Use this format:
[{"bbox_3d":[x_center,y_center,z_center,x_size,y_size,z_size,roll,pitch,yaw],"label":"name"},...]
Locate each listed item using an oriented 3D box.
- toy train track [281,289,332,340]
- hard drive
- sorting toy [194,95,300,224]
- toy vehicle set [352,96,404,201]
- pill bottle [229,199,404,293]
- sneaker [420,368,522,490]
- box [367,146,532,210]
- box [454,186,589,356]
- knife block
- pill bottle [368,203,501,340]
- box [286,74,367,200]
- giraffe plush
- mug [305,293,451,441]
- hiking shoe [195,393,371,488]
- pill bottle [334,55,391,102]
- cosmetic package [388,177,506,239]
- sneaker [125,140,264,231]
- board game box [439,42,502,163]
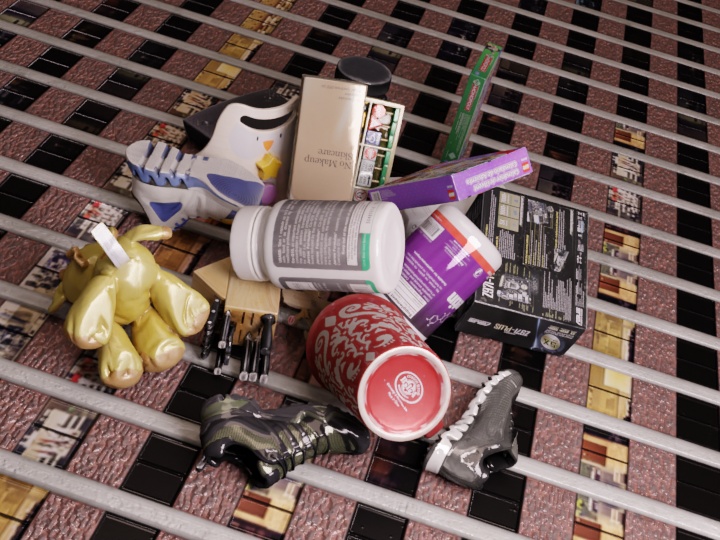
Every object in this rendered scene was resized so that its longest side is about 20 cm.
[{"bbox_3d":[-0.080,0.013,1.453,0.114,0.032,0.201,22,48,-45],"label":"toy train track"},{"bbox_3d":[-0.177,-0.230,1.757,0.135,0.042,0.200,35,41,24],"label":"hard drive"},{"bbox_3d":[-0.151,-0.172,1.578,0.199,0.181,0.107,-13,45,-31],"label":"sorting toy"},{"bbox_3d":[-0.016,-0.159,1.596,0.124,0.201,0.027,10,13,-9],"label":"toy vehicle set"},{"bbox_3d":[-0.054,-0.031,1.344,0.199,0.114,0.113,3,34,18],"label":"pill bottle"},{"bbox_3d":[0.159,0.198,1.313,0.090,0.067,0.200,32,44,17],"label":"sneaker"},{"bbox_3d":[0.121,-0.123,1.501,0.136,0.039,0.200,-23,10,-31],"label":"box"},{"bbox_3d":[0.227,-0.001,1.512,0.163,0.086,0.201,14,57,-9],"label":"box"},{"bbox_3d":[-0.130,0.057,1.390,0.175,0.064,0.200,39,43,27],"label":"knife block"},{"bbox_3d":[0.080,0.017,1.404,0.112,0.200,0.112,45,3,-3],"label":"pill bottle"},{"bbox_3d":[-0.050,-0.171,1.533,0.094,0.201,0.078,5,13,-6],"label":"box"},{"bbox_3d":[-0.304,0.026,1.314,0.172,0.201,0.162,-27,21,-30],"label":"giraffe plush"},{"bbox_3d":[0.042,0.119,1.256,0.177,0.134,0.200,20,5,-18],"label":"mug"},{"bbox_3d":[-0.087,0.204,1.224,0.199,0.076,0.101,7,55,-8],"label":"hiking shoe"},{"bbox_3d":[-0.015,-0.222,1.672,0.111,0.201,0.112,10,37,-7],"label":"pill bottle"},{"bbox_3d":[0.136,-0.083,1.649,0.199,0.081,0.113,-1,40,-22],"label":"cosmetic package"},{"bbox_3d":[-0.236,-0.101,1.514,0.199,0.115,0.081,19,44,1],"label":"sneaker"},{"bbox_3d":[0.178,-0.260,1.789,0.029,0.201,0.135,22,38,6],"label":"board game box"}]
